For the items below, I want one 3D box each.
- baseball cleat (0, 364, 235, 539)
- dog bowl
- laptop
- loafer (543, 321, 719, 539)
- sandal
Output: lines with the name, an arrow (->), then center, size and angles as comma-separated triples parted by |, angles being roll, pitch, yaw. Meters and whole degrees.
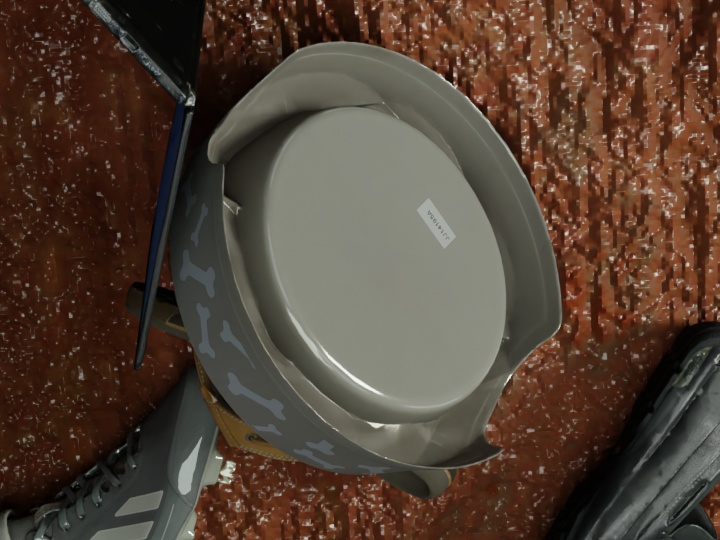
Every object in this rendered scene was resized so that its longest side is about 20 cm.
baseball cleat -> -0.133, 0.123, 1.245 | 0.106, 0.070, 0.200 | 21, 109, -10
dog bowl -> 0.000, 0.000, 1.141 | 0.059, 0.200, 0.200 | -25, 115, 44
laptop -> -0.123, -0.091, 1.101 | 0.103, 0.177, 0.200 | -39, 108, 13
loafer -> 0.143, 0.119, 1.249 | 0.070, 0.068, 0.201 | 32, 105, -4
sandal -> -0.034, 0.068, 1.197 | 0.200, 0.082, 0.055 | 38, 79, -40
